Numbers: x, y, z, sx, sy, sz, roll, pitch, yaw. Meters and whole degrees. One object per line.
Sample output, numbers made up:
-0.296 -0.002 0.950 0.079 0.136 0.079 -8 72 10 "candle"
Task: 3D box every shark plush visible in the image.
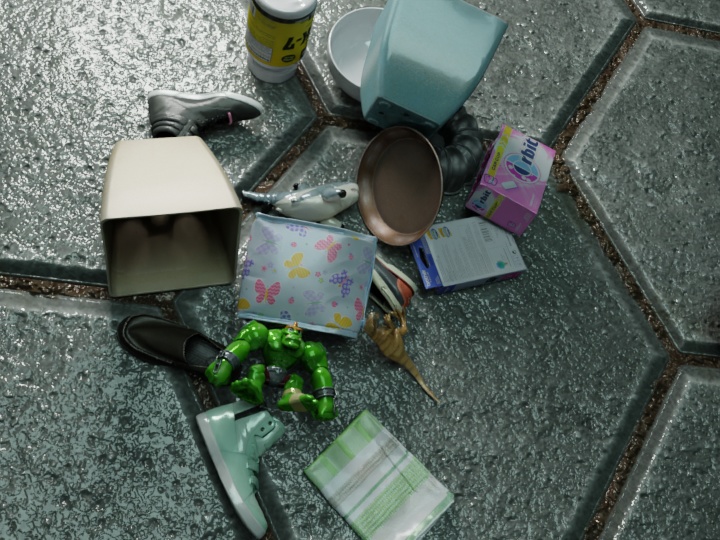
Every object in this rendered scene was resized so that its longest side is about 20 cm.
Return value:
-0.101 -0.118 1.411 0.199 0.091 0.084 -7 47 5 "shark plush"

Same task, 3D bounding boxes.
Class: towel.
0.031 0.329 1.244 0.200 0.031 0.149 45 63 8 "towel"

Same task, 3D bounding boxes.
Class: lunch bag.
-0.082 0.012 1.282 0.199 0.127 0.171 9 87 -2 "lunch bag"

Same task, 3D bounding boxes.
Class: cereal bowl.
0.030 -0.390 1.531 0.199 0.083 0.201 5 66 -13 "cereal bowl"

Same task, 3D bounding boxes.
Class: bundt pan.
0.139 -0.240 1.498 0.201 0.076 0.203 6 65 -13 "bundt pan"

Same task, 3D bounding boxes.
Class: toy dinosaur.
0.056 0.125 1.319 0.200 0.060 0.107 45 38 -33 "toy dinosaur"

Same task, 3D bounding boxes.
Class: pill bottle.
-0.145 -0.430 1.440 0.114 0.200 0.115 5 65 -11 "pill bottle"

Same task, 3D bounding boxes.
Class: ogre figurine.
-0.123 0.142 1.206 0.199 0.098 0.120 8 53 -4 "ogre figurine"

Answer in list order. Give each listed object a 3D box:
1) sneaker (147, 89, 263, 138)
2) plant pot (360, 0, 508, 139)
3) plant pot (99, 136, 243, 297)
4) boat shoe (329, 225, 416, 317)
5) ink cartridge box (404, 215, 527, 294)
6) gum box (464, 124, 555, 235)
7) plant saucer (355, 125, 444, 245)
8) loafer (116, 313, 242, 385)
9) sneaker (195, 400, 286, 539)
-0.269 -0.252 1.406 0.199 0.071 0.100 1 68 -7 "sneaker"
0.101 -0.334 1.381 0.195 0.196 0.201 23 76 -8 "plant pot"
-0.301 -0.096 1.267 0.199 0.200 0.178 -6 57 -16 "plant pot"
0.000 0.000 1.363 0.200 0.071 0.063 36 66 -1 "boat shoe"
0.181 -0.030 1.435 0.199 0.042 0.120 -11 68 -21 "ink cartridge box"
0.277 -0.172 1.486 0.113 0.066 0.200 28 48 -1 "gum box"
0.072 -0.143 1.385 0.034 0.200 0.201 -5 65 -43 "plant saucer"
-0.272 0.110 1.240 0.199 0.071 0.073 19 63 -6 "loafer"
-0.151 0.279 1.192 0.118 0.074 0.201 -22 71 -16 "sneaker"
